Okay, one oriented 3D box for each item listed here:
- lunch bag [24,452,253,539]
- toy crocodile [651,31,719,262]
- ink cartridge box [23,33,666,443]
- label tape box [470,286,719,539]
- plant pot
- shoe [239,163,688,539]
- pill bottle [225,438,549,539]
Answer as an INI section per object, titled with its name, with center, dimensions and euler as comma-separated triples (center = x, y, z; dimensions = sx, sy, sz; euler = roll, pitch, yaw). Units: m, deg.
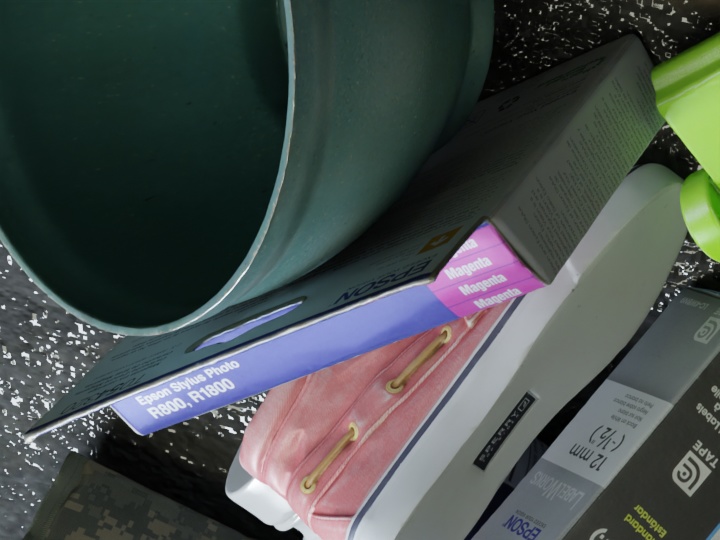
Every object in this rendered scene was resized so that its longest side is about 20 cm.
[lunch bag]
center = -0.113, 0.208, 1.098
dimensions = 0.164, 0.118, 0.200
euler = 25, 141, -2
[toy crocodile]
center = 0.185, -0.013, 0.829
dimensions = 0.200, 0.062, 0.068
euler = 45, 132, -14
[ink cartridge box]
center = 0.000, 0.000, 0.808
dimensions = 0.196, 0.200, 0.043
euler = -22, 107, 36
[label tape box]
center = 0.128, 0.129, 0.884
dimensions = 0.143, 0.200, 0.066
euler = 44, 170, -20
[plant pot]
center = -0.039, -0.087, 0.762
dimensions = 0.200, 0.134, 0.200
euler = 14, 109, 45
[shoe]
center = 0.039, 0.024, 0.863
dimensions = 0.091, 0.200, 0.071
euler = 36, 175, 31
[pill bottle]
center = 0.044, 0.118, 0.962
dimensions = 0.200, 0.111, 0.111
euler = 34, 134, -11
